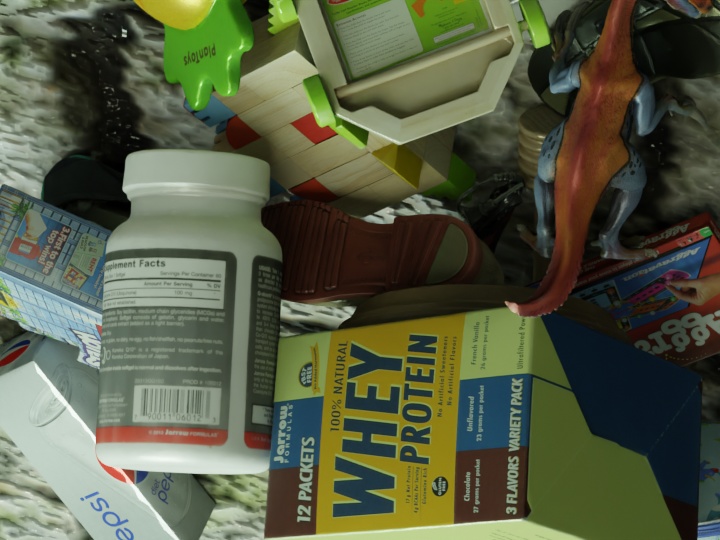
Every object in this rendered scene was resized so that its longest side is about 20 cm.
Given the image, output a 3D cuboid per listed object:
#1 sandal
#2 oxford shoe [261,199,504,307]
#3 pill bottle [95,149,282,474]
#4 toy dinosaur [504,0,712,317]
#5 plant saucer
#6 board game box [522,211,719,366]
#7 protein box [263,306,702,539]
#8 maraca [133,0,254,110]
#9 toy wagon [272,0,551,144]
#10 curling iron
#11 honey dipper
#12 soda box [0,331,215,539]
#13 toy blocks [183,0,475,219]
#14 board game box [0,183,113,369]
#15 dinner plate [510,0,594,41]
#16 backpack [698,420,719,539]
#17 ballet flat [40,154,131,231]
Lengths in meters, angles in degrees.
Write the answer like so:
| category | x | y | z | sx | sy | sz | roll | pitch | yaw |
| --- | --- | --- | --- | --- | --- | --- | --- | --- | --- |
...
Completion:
| category | x | y | z | sx | sy | sz | roll | pitch | yaw |
| --- | --- | --- | --- | --- | --- | --- | --- | --- | --- |
| sandal | 0.186 | -0.155 | 1.661 | 0.201 | 0.057 | 0.080 | -19 | 105 | 47 |
| oxford shoe | 0.000 | 0.000 | 1.747 | 0.200 | 0.071 | 0.075 | 7 | 165 | 31 |
| pill bottle | -0.108 | 0.028 | 1.696 | 0.116 | 0.116 | 0.200 | 0 | 82 | 18 |
| toy dinosaur | 0.159 | -0.090 | 1.580 | 0.105 | 0.200 | 0.182 | 11 | 122 | 3 |
| plant saucer | 0.081 | 0.043 | 1.720 | 0.200 | 0.030 | 0.200 | 4 | 165 | 1 |
| board game box | 0.170 | 0.036 | 1.792 | 0.200 | 0.019 | 0.103 | -23 | 125 | 23 |
| protein box | 0.080 | 0.118 | 1.677 | 0.200 | 0.135 | 0.198 | -9 | 160 | 37 |
| maraca | -0.107 | -0.203 | 1.663 | 0.137 | 0.107 | 0.200 | -17 | 81 | 63 |
| toy wagon | 0.022 | -0.183 | 1.637 | 0.155 | 0.040 | 0.200 | -20 | 90 | 0 |
| curling iron | 0.068 | -0.006 | 1.794 | 0.026 | 0.050 | 0.200 | 60 | 152 | 22 |
| honey dipper | 0.125 | -0.018 | 1.784 | 0.038 | 0.038 | 0.200 | 7 | 127 | 14 |
| soda box | -0.198 | 0.134 | 1.977 | 0.068 | 0.063 | 0.200 | -24 | 113 | 30 |
| toy blocks | -0.039 | -0.096 | 1.745 | 0.137 | 0.100 | 0.200 | -23 | 132 | 36 |
| board game box | -0.153 | 0.035 | 1.828 | 0.200 | 0.062 | 0.200 | 20 | 161 | 12 |
| dinner plate | 0.068 | -0.227 | 1.668 | 0.200 | 0.024 | 0.200 | 9 | 126 | 12 |
| backpack | 0.207 | 0.197 | 1.798 | 0.183 | 0.200 | 0.147 | 3 | 124 | 18 |
| ballet flat | -0.134 | -0.020 | 1.848 | 0.200 | 0.073 | 0.073 | 20 | 127 | 5 |
